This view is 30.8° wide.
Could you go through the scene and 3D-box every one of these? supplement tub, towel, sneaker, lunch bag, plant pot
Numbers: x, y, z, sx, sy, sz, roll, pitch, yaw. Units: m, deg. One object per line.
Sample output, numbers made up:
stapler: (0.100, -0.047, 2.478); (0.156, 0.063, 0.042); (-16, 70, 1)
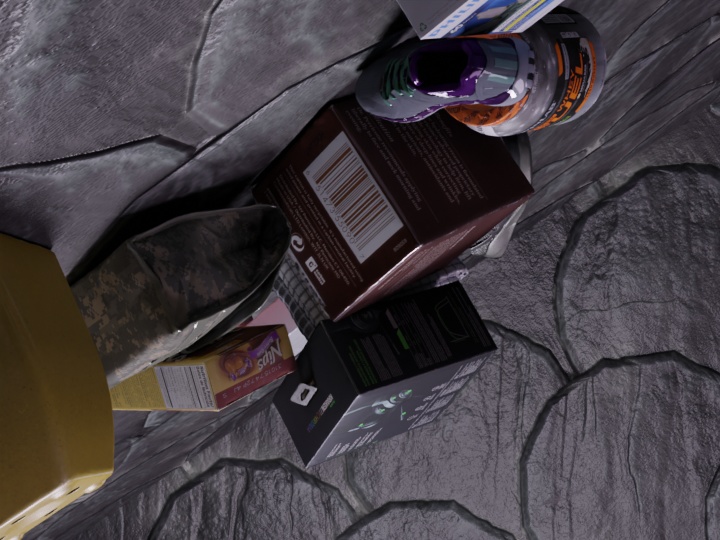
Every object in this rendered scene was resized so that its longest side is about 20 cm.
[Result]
supplement tub: (0.155, -0.197, 1.279); (0.122, 0.123, 0.199); (-37, 171, 31)
towel: (0.000, 0.000, 1.493); (0.198, 0.166, 0.086); (-18, 139, -24)
sneaker: (0.132, -0.089, 1.523); (0.113, 0.077, 0.200); (-2, 143, -16)
lunch bag: (-0.170, 0.015, 1.281); (0.163, 0.118, 0.199); (-32, 178, 43)
sneaker: (0.050, -0.172, 1.116); (0.087, 0.075, 0.199); (3, 176, -43)
plant pot: (-0.301, 0.109, 1.031); (0.195, 0.201, 0.194); (-34, 172, 2)

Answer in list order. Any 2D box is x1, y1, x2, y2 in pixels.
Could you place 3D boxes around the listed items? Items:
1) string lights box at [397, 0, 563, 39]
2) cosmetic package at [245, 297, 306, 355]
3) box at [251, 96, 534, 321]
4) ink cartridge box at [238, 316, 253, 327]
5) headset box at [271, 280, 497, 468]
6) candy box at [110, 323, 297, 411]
string lights box: (0.115, -0.244, 1.067); (0.102, 0.059, 0.199); (-35, 172, 32)
cosmetic package: (-0.082, 0.063, 1.724); (0.200, 0.052, 0.151); (-40, 171, 16)
box: (0.033, -0.080, 1.337); (0.199, 0.167, 0.164); (-24, 167, -45)
ink cartridge box: (-0.172, 0.058, 1.653); (0.174, 0.045, 0.200); (-20, 175, 13)
headset box: (0.018, 0.115, 1.413); (0.198, 0.093, 0.175); (-16, 155, -31)
candy box: (-0.175, 0.104, 1.394); (0.199, 0.057, 0.116); (-5, -166, 46)
